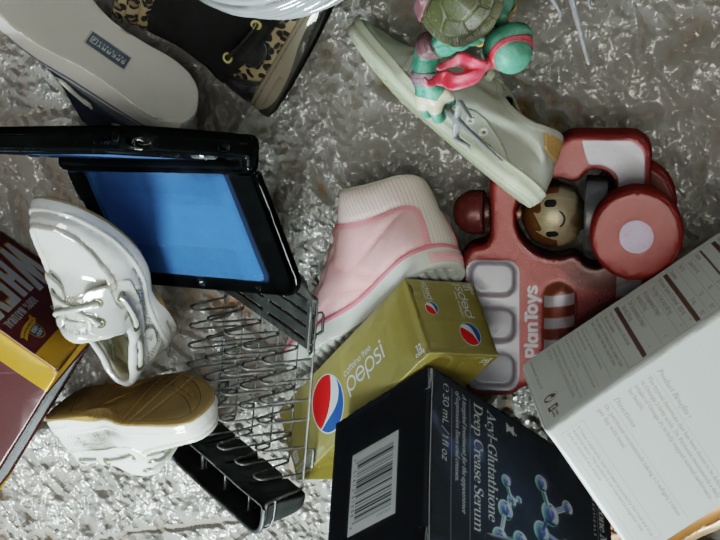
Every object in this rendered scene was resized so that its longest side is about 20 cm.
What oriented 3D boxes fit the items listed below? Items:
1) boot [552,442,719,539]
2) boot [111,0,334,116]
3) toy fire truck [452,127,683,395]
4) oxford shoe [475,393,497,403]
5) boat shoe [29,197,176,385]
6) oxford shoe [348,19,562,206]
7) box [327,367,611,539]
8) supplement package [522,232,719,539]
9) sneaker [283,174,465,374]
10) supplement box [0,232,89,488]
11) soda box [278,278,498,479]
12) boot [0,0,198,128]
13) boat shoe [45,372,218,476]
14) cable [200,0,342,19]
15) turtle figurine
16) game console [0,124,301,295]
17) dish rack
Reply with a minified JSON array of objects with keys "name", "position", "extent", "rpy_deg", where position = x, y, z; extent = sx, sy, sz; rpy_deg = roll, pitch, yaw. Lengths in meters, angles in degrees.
[{"name":"boot","position":[0.225,0.159,1.172],"extent":[0.153,0.074,0.202],"rpy_deg":[19,108,7]},{"name":"boot","position":[-0.085,-0.231,1.088],"extent":[0.149,0.073,0.201],"rpy_deg":[27,116,-1]},{"name":"toy fire truck","position":[0.152,-0.003,1.104],"extent":[0.165,0.112,0.203],"rpy_deg":[0,108,9]},{"name":"oxford shoe","position":[0.069,0.107,1.188],"extent":[0.074,0.058,0.203],"rpy_deg":[15,97,-2]},{"name":"boat shoe","position":[-0.195,0.022,1.106],"extent":[0.070,0.070,0.201],"rpy_deg":[12,152,26]},{"name":"oxford shoe","position":[0.069,-0.124,1.067],"extent":[0.200,0.075,0.058],"rpy_deg":[42,95,27]},{"name":"box","position":[0.082,0.193,1.075],"extent":[0.199,0.150,0.107],"rpy_deg":[33,131,-30]},{"name":"supplement package","position":[0.226,0.072,0.996],"extent":[0.199,0.117,0.117],"rpy_deg":[-34,105,8]},{"name":"sneaker","position":[0.000,0.000,1.159],"extent":[0.200,0.075,0.106],"rpy_deg":[-41,58,42]},{"name":"supplement box","position":[-0.345,0.074,1.200],"extent":[0.196,0.133,0.201],"rpy_deg":[34,111,-3]},{"name":"soda box","position":[0.017,0.087,1.133],"extent":[0.067,0.065,0.200],"rpy_deg":[4,144,-34]},{"name":"boot","position":[-0.218,-0.158,1.116],"extent":[0.199,0.073,0.090],"rpy_deg":[40,149,-8]},{"name":"boat shoe","position":[-0.173,0.130,1.197],"extent":[0.199,0.071,0.070],"rpy_deg":[-6,115,48]},{"name":"cable","position":[-0.062,-0.270,0.987],"extent":[0.200,0.069,0.201],"rpy_deg":[-43,78,24]},{"name":"turtle figurine","position":[0.076,-0.182,0.984],"extent":[0.149,0.101,0.201],"rpy_deg":[-34,63,9]},{"name":"game console","position":[-0.166,-0.042,1.074],"extent":[0.198,0.175,0.118],"rpy_deg":[3,93,36]},{"name":"dish rack","position":[-0.089,0.082,1.162],"extent":[0.054,0.153,0.203],"rpy_deg":[-9,115,-36]}]
